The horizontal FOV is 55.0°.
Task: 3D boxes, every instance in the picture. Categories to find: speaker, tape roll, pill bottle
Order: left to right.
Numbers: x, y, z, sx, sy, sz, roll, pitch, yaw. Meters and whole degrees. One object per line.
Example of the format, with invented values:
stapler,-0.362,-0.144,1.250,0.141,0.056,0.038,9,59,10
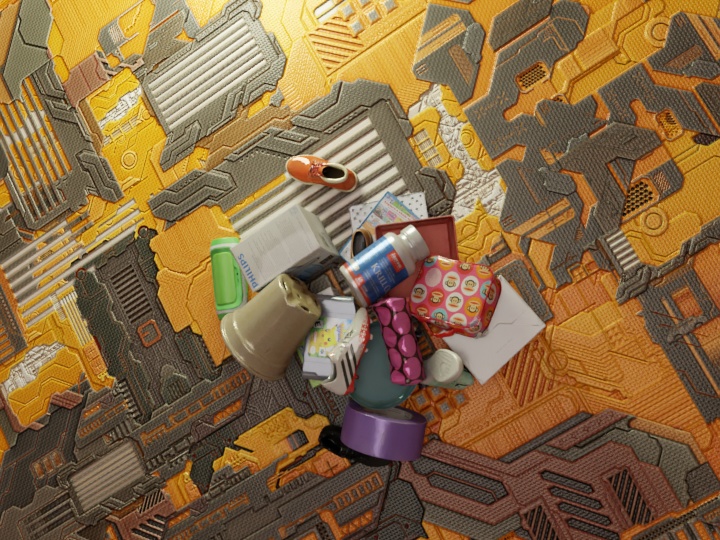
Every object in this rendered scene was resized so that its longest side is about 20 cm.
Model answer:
speaker,-0.338,0.022,1.782,0.086,0.088,0.206,-8,85,11
tape roll,0.054,0.370,1.617,0.194,0.200,0.088,11,90,12
pill bottle,0.058,-0.015,1.598,0.198,0.112,0.113,-36,80,-4

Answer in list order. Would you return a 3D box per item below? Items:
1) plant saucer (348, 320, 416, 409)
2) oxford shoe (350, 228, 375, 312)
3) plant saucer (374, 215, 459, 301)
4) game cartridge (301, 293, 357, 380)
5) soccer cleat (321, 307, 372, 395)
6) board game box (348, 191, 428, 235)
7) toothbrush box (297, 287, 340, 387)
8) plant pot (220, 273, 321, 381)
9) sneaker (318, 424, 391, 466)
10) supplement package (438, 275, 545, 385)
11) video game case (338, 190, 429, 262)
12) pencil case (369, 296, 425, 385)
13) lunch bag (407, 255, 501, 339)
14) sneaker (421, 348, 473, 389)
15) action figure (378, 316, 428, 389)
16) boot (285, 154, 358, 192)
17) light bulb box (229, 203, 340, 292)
plant saucer,0.045,0.221,1.621,0.194,0.027,0.207,1,86,-10
oxford shoe,0.000,0.000,1.676,0.069,0.071,0.206,-7,87,10
plant saucer,0.140,-0.020,1.674,0.194,0.037,0.206,-7,94,1
game cartridge,-0.068,0.162,1.655,0.129,0.040,0.206,4,85,5
soccer cleat,-0.031,0.179,1.563,0.083,0.068,0.205,16,88,-22
board game box,0.080,-0.077,1.731,0.194,0.026,0.206,-10,84,11
toothbrush box,-0.087,0.166,1.719,0.143,0.086,0.204,-27,82,7
plant pot,-0.192,0.118,1.604,0.184,0.200,0.201,-45,79,18
sneaker,-0.015,0.436,1.685,0.194,0.091,0.078,11,87,11
supplement package,0.308,0.138,1.626,0.200,0.111,0.156,-43,80,6
video game case,0.058,-0.073,1.713,0.143,0.018,0.201,40,95,12
pencil case,0.084,0.162,1.575,0.091,0.090,0.206,-14,89,23
lunch bag,0.207,0.068,1.566,0.196,0.082,0.180,15,76,35
sneaker,0.218,0.227,1.570,0.115,0.200,0.076,10,75,-14
action figure,0.101,0.194,1.679,0.127,0.069,0.206,-16,92,-5
boot,-0.106,-0.253,1.742,0.195,0.107,0.077,14,91,14
light bulb box,-0.180,-0.043,1.695,0.197,0.198,0.127,-33,78,8
